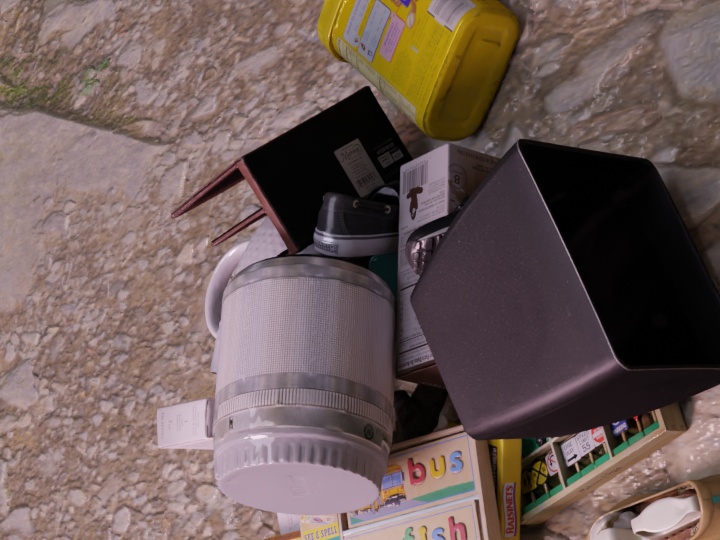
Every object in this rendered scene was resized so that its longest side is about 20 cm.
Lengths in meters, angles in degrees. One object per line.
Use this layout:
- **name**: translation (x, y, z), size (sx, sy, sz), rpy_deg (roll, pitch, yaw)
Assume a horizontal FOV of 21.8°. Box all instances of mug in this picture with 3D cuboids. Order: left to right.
- **mug**: translation (-0.081, 0.030, 1.892), size (0.199, 0.147, 0.177), rpy_deg (7, 81, 41)

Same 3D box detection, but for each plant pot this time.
- **plant pot**: translation (0.160, 0.034, 1.498), size (0.177, 0.199, 0.201), rpy_deg (-38, 64, 34)

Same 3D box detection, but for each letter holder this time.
- **letter holder**: translation (-0.066, -0.073, 1.790), size (0.142, 0.200, 0.101), rpy_deg (-30, 93, 45)

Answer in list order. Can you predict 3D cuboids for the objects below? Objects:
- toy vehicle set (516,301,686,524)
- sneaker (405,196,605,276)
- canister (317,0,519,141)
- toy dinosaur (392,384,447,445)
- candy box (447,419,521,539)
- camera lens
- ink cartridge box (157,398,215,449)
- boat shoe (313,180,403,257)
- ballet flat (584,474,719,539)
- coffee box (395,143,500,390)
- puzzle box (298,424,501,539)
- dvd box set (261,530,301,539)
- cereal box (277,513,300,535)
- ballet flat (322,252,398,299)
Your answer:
- **toy vehicle set**: translation (0.191, 0.124, 1.625), size (0.200, 0.026, 0.125), rpy_deg (-41, 55, 43)
- **sneaker**: translation (0.122, -0.048, 1.616), size (0.076, 0.198, 0.088), rpy_deg (93, 156, -44)
- **canister**: translation (0.054, -0.232, 1.803), size (0.200, 0.086, 0.150), rpy_deg (47, 123, 43)
- **toy dinosaur**: translation (0.037, 0.143, 1.741), size (0.087, 0.047, 0.202), rpy_deg (8, 68, 29)
- **candy box**: translation (0.110, 0.243, 1.694), size (0.102, 0.026, 0.203), rpy_deg (-169, 79, -65)
- **camera lens**: translation (-0.048, 0.098, 1.649), size (0.159, 0.159, 0.202), rpy_deg (-28, 51, 48)
- **ink cartridge box**: translation (-0.071, 0.151, 1.829), size (0.175, 0.198, 0.045), rpy_deg (-13, 75, 51)
- **boat shoe**: translation (0.029, -0.052, 1.725), size (0.068, 0.199, 0.057), rpy_deg (13, 105, 32)
- **ballet flat**: translation (0.233, 0.210, 1.530), size (0.200, 0.063, 0.069), rpy_deg (-37, 57, 45)
- **coffee box**: translation (0.098, 0.003, 1.670), size (0.079, 0.113, 0.202), rpy_deg (-22, 61, 52)
- **puzzle box**: translation (0.032, 0.224, 1.674), size (0.198, 0.025, 0.135), rpy_deg (-20, 65, 29)
- **dvd box set**: translation (-0.045, 0.331, 1.860), size (0.199, 0.029, 0.148), rpy_deg (-22, 93, 53)
- **cereal box**: translation (-0.012, 0.250, 1.855), size (0.199, 0.039, 0.146), rpy_deg (-14, 86, 51)
- **ballet flat**: translation (0.000, 0.000, 1.783), size (0.064, 0.198, 0.068), rpy_deg (-109, 12, -60)
